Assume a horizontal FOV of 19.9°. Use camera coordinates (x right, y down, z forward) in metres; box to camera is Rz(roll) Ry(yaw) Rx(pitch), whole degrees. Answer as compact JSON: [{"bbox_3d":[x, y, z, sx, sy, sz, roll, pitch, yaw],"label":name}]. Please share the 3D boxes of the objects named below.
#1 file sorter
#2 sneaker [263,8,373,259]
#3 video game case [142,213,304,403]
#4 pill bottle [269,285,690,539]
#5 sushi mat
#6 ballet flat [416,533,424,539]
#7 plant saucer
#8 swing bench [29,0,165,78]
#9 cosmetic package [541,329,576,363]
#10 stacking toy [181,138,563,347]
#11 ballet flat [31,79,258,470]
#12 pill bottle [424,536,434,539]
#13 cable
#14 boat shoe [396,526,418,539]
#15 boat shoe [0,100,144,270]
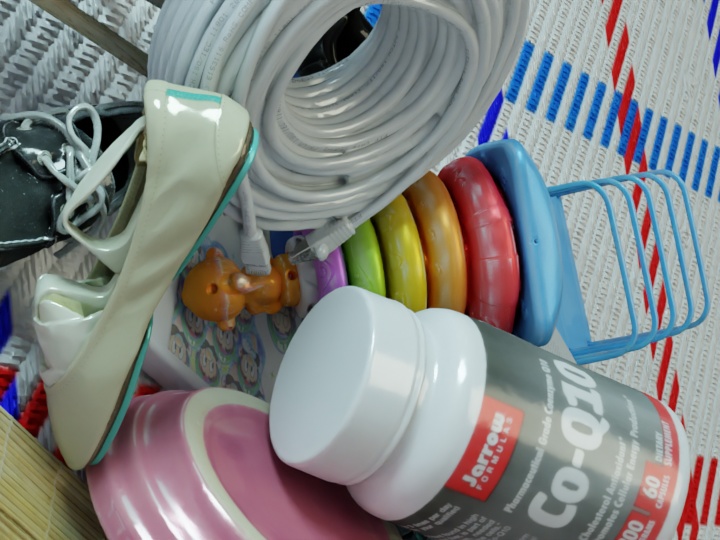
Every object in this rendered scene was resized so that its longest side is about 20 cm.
[{"bbox_3d":[0.172,-0.001,1.545,0.200,0.122,0.139,-12,90,-64],"label":"file sorter"},{"bbox_3d":[-0.013,-0.067,1.162,0.077,0.111,0.200,-46,120,-59],"label":"sneaker"},{"bbox_3d":[-0.067,0.008,1.173,0.200,0.024,0.183,47,40,-47],"label":"video game case"},{"bbox_3d":[0.062,0.088,1.061,0.200,0.114,0.114,23,54,-26],"label":"pill bottle"},{"bbox_3d":[-0.133,0.155,0.990,0.200,0.012,0.096,51,37,-42],"label":"sushi mat"},{"bbox_3d":[0.030,0.208,1.247,0.071,0.071,0.201,45,43,-48],"label":"ballet flat"},{"bbox_3d":[-0.044,0.130,1.027,0.200,0.051,0.201,37,20,-16],"label":"plant saucer"},{"bbox_3d":[-0.088,-0.209,0.991,0.199,0.200,0.130,31,23,-55],"label":"swing bench"},{"bbox_3d":[0.072,0.053,1.347,0.200,0.101,0.074,59,31,-36],"label":"cosmetic package"},{"bbox_3d":[0.000,0.000,1.115,0.110,0.199,0.116,172,-92,-76],"label":"stacking toy"},{"bbox_3d":[-0.116,0.000,0.950,0.200,0.069,0.069,-62,160,18],"label":"ballet flat"},{"bbox_3d":[0.093,0.173,1.190,0.112,0.112,0.201,38,45,-53],"label":"pill bottle"},{"bbox_3d":[-0.009,-0.110,1.013,0.069,0.200,0.200,51,-9,35],"label":"cable"},{"bbox_3d":[0.007,0.164,1.194,0.076,0.060,0.201,77,17,-64],"label":"boat shoe"},{"bbox_3d":[-0.148,-0.043,0.983,0.199,0.068,0.074,-24,100,-64],"label":"boat shoe"}]
